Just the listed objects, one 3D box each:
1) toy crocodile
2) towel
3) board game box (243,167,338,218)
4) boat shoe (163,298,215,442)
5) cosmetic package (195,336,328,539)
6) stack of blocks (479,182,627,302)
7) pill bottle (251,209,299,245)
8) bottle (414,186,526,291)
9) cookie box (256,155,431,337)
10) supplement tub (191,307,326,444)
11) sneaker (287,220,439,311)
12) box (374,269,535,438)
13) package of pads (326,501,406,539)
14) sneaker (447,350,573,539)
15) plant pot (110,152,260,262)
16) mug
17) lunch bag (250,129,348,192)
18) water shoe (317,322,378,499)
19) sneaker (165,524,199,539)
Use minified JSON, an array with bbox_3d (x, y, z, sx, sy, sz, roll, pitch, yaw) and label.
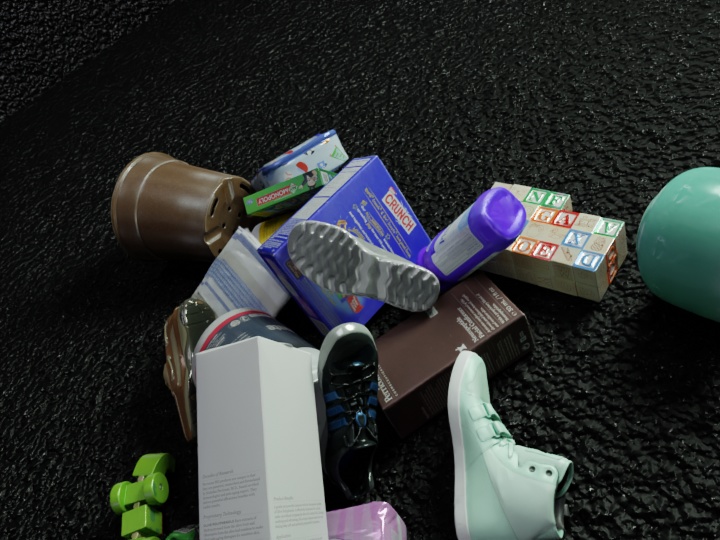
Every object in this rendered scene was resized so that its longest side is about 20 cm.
[{"bbox_3d":[-0.271,0.320,0.764,0.067,0.062,0.202,-19,47,12],"label":"toy crocodile"},{"bbox_3d":[-0.190,0.054,0.916,0.147,0.024,0.201,43,102,27],"label":"towel"},{"bbox_3d":[-0.076,-0.115,0.980,0.133,0.199,0.030,-19,84,22],"label":"board game box"},{"bbox_3d":[-0.241,0.144,0.881,0.073,0.075,0.203,-25,62,29],"label":"boat shoe"},{"bbox_3d":[-0.095,0.177,0.599,0.084,0.107,0.203,-18,65,21],"label":"cosmetic package"},{"bbox_3d":[0.243,-0.044,0.817,0.198,0.059,0.116,18,60,41],"label":"stack of blocks"},{"bbox_3d":[-0.105,-0.034,0.968,0.197,0.112,0.112,-17,43,14],"label":"pill bottle"},{"bbox_3d":[0.125,-0.025,0.789,0.084,0.065,0.200,-48,2,-37],"label":"bottle"},{"bbox_3d":[-0.015,-0.029,0.859,0.200,0.172,0.075,-44,26,-17],"label":"cookie box"},{"bbox_3d":[-0.111,0.145,0.775,0.140,0.141,0.199,-45,44,-17],"label":"supplement tub"},{"bbox_3d":[0.000,0.000,0.774,0.198,0.082,0.076,25,92,0],"label":"sneaker"},{"bbox_3d":[0.100,0.098,0.751,0.199,0.075,0.100,-35,41,-2],"label":"box"},{"bbox_3d":[-0.014,0.334,0.582,0.119,0.076,0.202,-16,43,15],"label":"package of pads"},{"bbox_3d":[0.155,0.175,0.629,0.117,0.074,0.203,-14,60,25],"label":"sneaker"},{"bbox_3d":[-0.297,-0.101,1.098,0.195,0.202,0.202,9,54,27],"label":"plant pot"},{"bbox_3d":[0.381,-0.026,0.670,0.114,0.184,0.154,28,90,47],"label":"mug"},{"bbox_3d":[-0.107,-0.178,1.082,0.159,0.076,0.200,-35,12,-14],"label":"lunch bag"},{"bbox_3d":[-0.002,0.155,0.673,0.070,0.203,0.079,-10,26,-24],"label":"water shoe"},{"bbox_3d":[-0.158,0.298,0.667,0.077,0.086,0.200,-16,18,27],"label":"sneaker"}]
